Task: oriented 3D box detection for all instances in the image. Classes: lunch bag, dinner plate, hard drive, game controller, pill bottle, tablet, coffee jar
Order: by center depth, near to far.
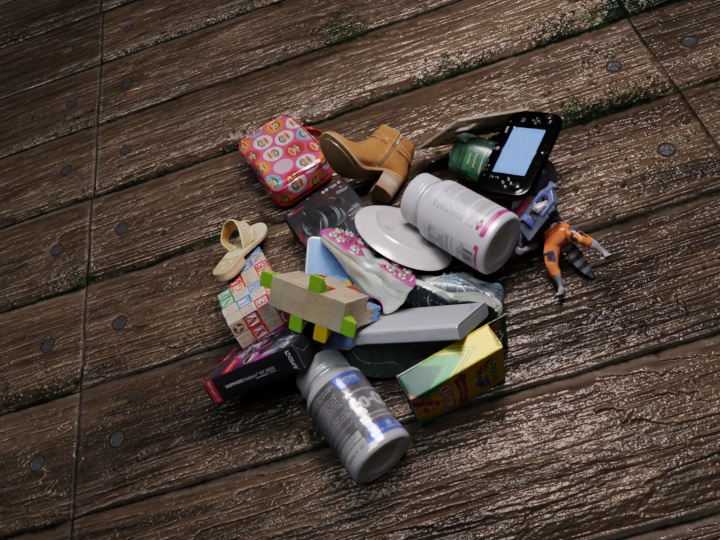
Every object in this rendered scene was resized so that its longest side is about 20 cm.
[{"bbox_3d":[-0.018,0.232,1.079,0.113,0.114,0.200,-36,57,-9],"label":"pill bottle"},{"bbox_3d":[0.099,0.089,1.102,0.197,0.027,0.131,-6,11,33],"label":"hard drive"},{"bbox_3d":[0.172,-0.089,1.165,0.199,0.114,0.113,35,72,33],"label":"pill bottle"},{"bbox_3d":[0.286,-0.209,1.184,0.103,0.042,0.202,18,64,24],"label":"game controller"},{"bbox_3d":[-0.041,0.042,1.203,0.127,0.014,0.204,4,81,-3],"label":"tablet"},{"bbox_3d":[0.084,-0.070,1.220,0.196,0.025,0.202,16,32,-10],"label":"dinner plate"},{"bbox_3d":[0.275,-0.195,1.269,0.198,0.104,0.087,26,104,28],"label":"coffee jar"},{"bbox_3d":[-0.155,-0.251,1.441,0.175,0.082,0.201,-34,55,-8],"label":"lunch bag"}]

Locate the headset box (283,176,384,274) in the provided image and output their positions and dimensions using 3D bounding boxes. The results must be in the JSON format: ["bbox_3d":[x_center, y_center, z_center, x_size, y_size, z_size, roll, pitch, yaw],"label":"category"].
[{"bbox_3d":[-0.039,-0.066,1.295,0.147,0.078,0.201,-33,54,-6],"label":"headset box"}]

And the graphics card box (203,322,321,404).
[{"bbox_3d":[-0.163,0.151,1.137,0.197,0.051,0.126,-23,13,24],"label":"graphics card box"}]

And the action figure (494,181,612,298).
[{"bbox_3d":[0.323,-0.048,1.173,0.200,0.103,0.195,-50,60,36],"label":"action figure"}]

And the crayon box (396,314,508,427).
[{"bbox_3d":[0.163,0.164,1.062,0.198,0.128,0.051,-30,55,-3],"label":"crayon box"}]

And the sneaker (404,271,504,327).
[{"bbox_3d":[0.164,0.041,1.185,0.197,0.079,0.087,15,45,21],"label":"sneaker"}]

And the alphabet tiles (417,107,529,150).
[{"bbox_3d":[0.233,-0.280,1.303,0.197,0.167,0.008,-14,86,-23],"label":"alphabet tiles"}]

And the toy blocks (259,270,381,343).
[{"bbox_3d":[-0.055,0.047,1.118,0.197,0.136,0.102,19,105,28],"label":"toy blocks"}]

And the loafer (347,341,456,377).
[{"bbox_3d":[0.076,0.141,1.153,0.196,0.063,0.073,-13,87,12],"label":"loafer"}]

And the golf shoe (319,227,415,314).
[{"bbox_3d":[0.000,0.000,1.169,0.199,0.093,0.075,35,27,19],"label":"golf shoe"}]

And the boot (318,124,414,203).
[{"bbox_3d":[0.020,-0.253,1.348,0.198,0.077,0.157,34,58,-11],"label":"boot"}]

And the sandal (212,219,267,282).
[{"bbox_3d":[-0.246,-0.066,1.306,0.076,0.070,0.213,-15,29,22],"label":"sandal"}]

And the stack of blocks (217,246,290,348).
[{"bbox_3d":[-0.205,0.046,1.240,0.114,0.059,0.200,-30,33,-6],"label":"stack of blocks"}]
